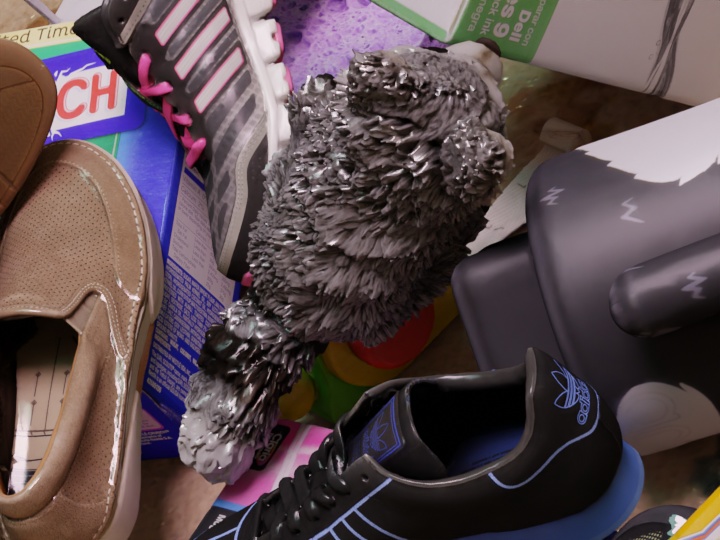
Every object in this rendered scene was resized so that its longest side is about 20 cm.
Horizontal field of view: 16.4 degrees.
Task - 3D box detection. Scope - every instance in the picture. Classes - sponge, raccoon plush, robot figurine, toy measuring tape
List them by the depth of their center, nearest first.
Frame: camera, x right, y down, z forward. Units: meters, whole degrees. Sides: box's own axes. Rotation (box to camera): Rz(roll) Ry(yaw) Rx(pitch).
[{"bbox_3d":[0.138,-0.004,0.963,0.199,0.125,0.151,-19,40,15],"label":"robot figurine"},{"bbox_3d":[0.000,0.000,0.976,0.134,0.096,0.201,169,120,-85],"label":"raccoon plush"},{"bbox_3d":[0.022,-0.013,1.091,0.200,0.074,0.073,-46,41,-18],"label":"toy measuring tape"},{"bbox_3d":[-0.020,-0.083,1.223,0.111,0.030,0.200,1,48,34],"label":"sponge"}]

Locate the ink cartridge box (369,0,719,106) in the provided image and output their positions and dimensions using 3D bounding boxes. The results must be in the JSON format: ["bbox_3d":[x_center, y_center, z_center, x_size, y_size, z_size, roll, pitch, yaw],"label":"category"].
[{"bbox_3d":[0.085,-0.138,1.081,0.146,0.199,0.084,36,110,48],"label":"ink cartridge box"}]

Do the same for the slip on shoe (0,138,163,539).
[{"bbox_3d":[-0.129,0.025,1.039,0.076,0.061,0.201,-12,58,21],"label":"slip on shoe"}]

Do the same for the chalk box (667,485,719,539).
[{"bbox_3d":[0.169,0.132,0.800,0.200,0.125,0.124,-42,40,-16],"label":"chalk box"}]

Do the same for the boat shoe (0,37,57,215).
[{"bbox_3d":[-0.206,-0.027,1.101,0.200,0.072,0.072,-51,15,14],"label":"boat shoe"}]

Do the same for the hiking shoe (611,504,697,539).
[{"bbox_3d":[0.076,0.152,0.850,0.076,0.101,0.200,13,57,28],"label":"hiking shoe"}]

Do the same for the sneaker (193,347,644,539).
[{"bbox_3d":[0.002,0.083,0.935,0.199,0.078,0.070,-23,41,19],"label":"sneaker"}]

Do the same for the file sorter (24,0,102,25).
[{"bbox_3d":[-0.099,-0.221,1.231,0.138,0.124,0.200,11,67,46],"label":"file sorter"}]

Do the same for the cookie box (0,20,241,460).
[{"bbox_3d":[-0.142,-0.013,1.155,0.171,0.075,0.201,-8,59,25],"label":"cookie box"}]

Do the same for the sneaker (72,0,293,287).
[{"bbox_3d":[-0.078,-0.089,1.077,0.087,0.201,0.074,-8,-5,-10],"label":"sneaker"}]

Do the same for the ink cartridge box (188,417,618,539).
[{"bbox_3d":[0.020,0.118,0.981,0.199,0.037,0.095,11,55,37],"label":"ink cartridge box"}]
